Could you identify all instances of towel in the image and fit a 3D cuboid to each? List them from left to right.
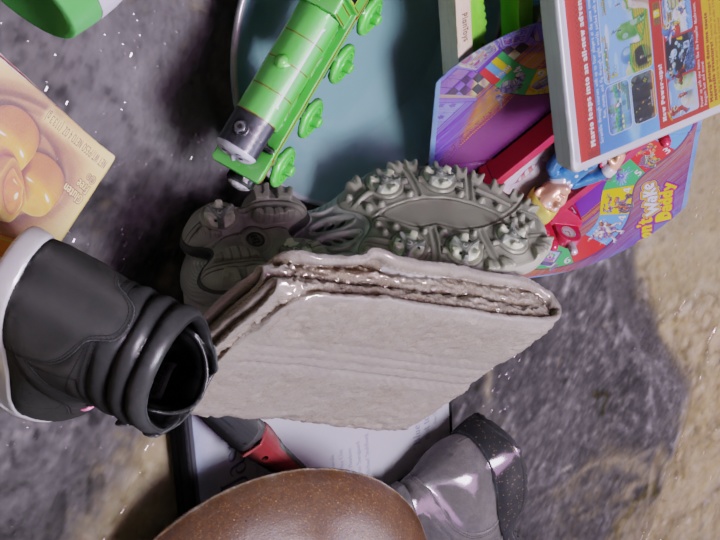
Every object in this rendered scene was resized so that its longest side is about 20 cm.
[{"bbox_3d":[-0.007,0.037,1.335,0.200,0.035,0.132,9,145,-43],"label":"towel"}]

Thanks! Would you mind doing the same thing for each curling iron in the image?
[{"bbox_3d":[-0.062,0.099,1.396,0.050,0.026,0.200,-49,136,-14],"label":"curling iron"}]

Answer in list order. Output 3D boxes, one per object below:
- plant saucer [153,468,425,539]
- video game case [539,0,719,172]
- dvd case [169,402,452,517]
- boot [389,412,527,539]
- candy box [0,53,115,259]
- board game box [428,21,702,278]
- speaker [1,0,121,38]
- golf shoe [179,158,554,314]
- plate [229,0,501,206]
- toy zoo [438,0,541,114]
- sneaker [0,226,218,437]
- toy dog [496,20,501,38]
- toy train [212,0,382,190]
[{"bbox_3d":[-0.046,0.199,1.427,0.200,0.037,0.201,-16,129,-20],"label":"plant saucer"},{"bbox_3d":[0.180,-0.149,1.369,0.200,0.017,0.143,-23,120,-27],"label":"video game case"},{"bbox_3d":[-0.025,0.079,1.461,0.200,0.018,0.143,-27,128,-35],"label":"dvd case"},{"bbox_3d":[0.038,0.187,1.549,0.131,0.070,0.201,-32,129,-25],"label":"boot"},{"bbox_3d":[-0.211,-0.005,1.193,0.200,0.055,0.115,-58,140,-9],"label":"candy box"},{"bbox_3d":[0.117,-0.053,1.421,0.157,0.039,0.200,-8,138,-11],"label":"board game box"},{"bbox_3d":[-0.097,-0.204,1.189,0.200,0.088,0.089,-52,138,-15],"label":"speaker"},{"bbox_3d":[0.000,0.000,1.380,0.199,0.078,0.097,-4,140,-14],"label":"golf shoe"},{"bbox_3d":[0.000,-0.132,1.377,0.200,0.026,0.201,-23,125,-39],"label":"plate"},{"bbox_3d":[0.131,-0.172,1.383,0.200,0.020,0.131,-26,144,-15],"label":"toy zoo"},{"bbox_3d":[-0.118,0.050,1.236,0.071,0.099,0.200,-58,170,-16],"label":"sneaker"},{"bbox_3d":[0.163,-0.138,1.491,0.200,0.096,0.132,-52,138,-14],"label":"toy dog"},{"bbox_3d":[-0.015,-0.130,1.302,0.200,0.042,0.056,-60,166,-6],"label":"toy train"}]
